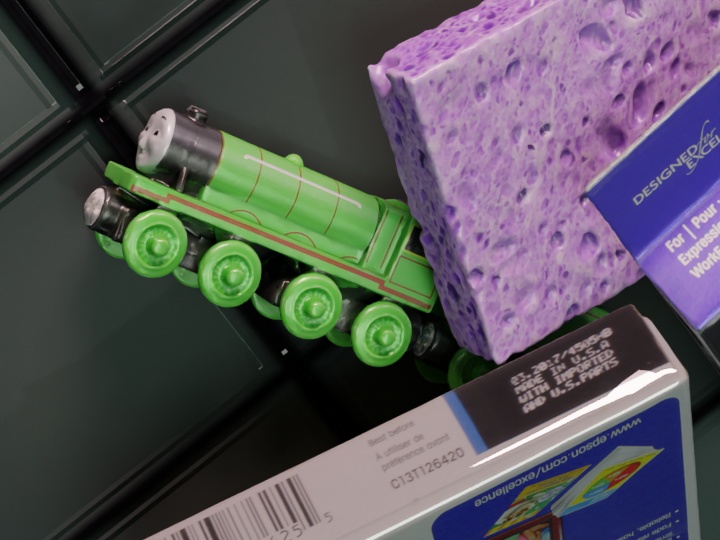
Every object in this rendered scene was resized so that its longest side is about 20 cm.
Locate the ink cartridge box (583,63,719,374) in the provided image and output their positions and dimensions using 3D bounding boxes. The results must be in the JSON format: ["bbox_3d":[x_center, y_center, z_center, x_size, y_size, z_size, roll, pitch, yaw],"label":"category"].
[{"bbox_3d":[0.188,-0.039,0.849,0.198,0.043,0.200,-43,144,1],"label":"ink cartridge box"}]

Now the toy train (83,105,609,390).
[{"bbox_3d":[0.000,0.000,0.840,0.199,0.042,0.057,23,93,-27],"label":"toy train"}]

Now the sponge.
[{"bbox_3d":[0.103,-0.062,0.836,0.199,0.030,0.112,-29,120,-21],"label":"sponge"}]

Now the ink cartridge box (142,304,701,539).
[{"bbox_3d":[0.027,0.118,0.880,0.197,0.047,0.200,-26,147,-8],"label":"ink cartridge box"}]
